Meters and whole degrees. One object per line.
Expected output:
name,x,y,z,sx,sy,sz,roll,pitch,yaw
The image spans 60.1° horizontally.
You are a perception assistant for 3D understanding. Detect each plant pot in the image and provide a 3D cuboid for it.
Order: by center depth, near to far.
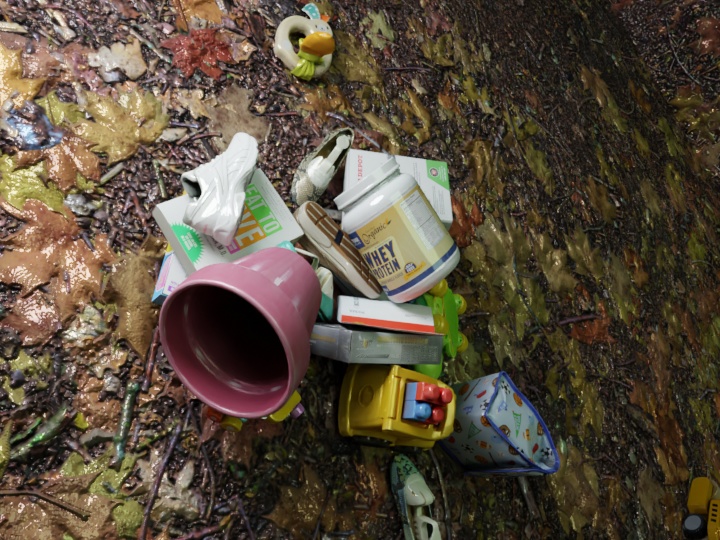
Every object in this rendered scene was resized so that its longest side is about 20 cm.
plant pot,-0.142,0.064,0.844,0.201,0.198,0.180,52,32,-10

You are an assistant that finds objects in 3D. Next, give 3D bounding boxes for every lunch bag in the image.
lunch bag,0.244,0.306,1.137,0.200,0.169,0.125,47,52,-15

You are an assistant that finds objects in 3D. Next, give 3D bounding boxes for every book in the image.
book,-0.198,-0.067,0.950,0.198,0.048,0.135,-31,88,-43

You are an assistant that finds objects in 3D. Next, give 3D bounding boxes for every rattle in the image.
rattle,-0.081,-0.485,1.218,0.128,0.143,0.202,32,58,-3

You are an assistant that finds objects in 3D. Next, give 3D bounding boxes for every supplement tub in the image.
supplement tub,0.058,-0.066,1.021,0.144,0.143,0.202,-41,100,-42

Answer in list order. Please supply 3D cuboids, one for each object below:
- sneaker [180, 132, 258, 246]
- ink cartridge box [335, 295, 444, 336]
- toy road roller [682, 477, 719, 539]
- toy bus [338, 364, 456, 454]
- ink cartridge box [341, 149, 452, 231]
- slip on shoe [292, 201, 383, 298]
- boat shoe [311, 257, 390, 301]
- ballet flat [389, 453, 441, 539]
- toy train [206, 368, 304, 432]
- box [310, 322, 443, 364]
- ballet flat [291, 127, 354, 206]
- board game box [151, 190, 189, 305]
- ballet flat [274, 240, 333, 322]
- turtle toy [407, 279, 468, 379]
sneaker,-0.208,-0.137,0.909,0.097,0.078,0.204,18,49,-15
ink cartridge box,0.043,0.071,1.012,0.156,0.200,0.049,8,86,-5
toy road roller,0.935,0.641,1.601,0.124,0.145,0.201,50,48,-12
toy bus,0.090,0.223,1.018,0.197,0.190,0.139,23,65,-33
ink cartridge box,0.064,-0.136,1.165,0.194,0.085,0.149,7,56,-8
slip on shoe,-0.042,-0.025,1.044,0.200,0.060,0.077,44,33,-17
boat shoe,0.001,-0.004,1.116,0.202,0.085,0.075,44,50,-16
ballet flat,0.102,0.409,1.043,0.073,0.074,0.205,-3,74,-40
toy train,-0.158,0.161,0.934,0.197,0.055,0.154,-8,73,-40
box,0.014,0.119,1.024,0.196,0.157,0.050,8,86,-37
ballet flat,-0.064,-0.203,1.152,0.068,0.075,0.202,43,50,-18
board game box,-0.222,-0.022,0.965,0.151,0.040,0.205,26,57,-30
ballet flat,-0.081,0.016,0.997,0.071,0.067,0.200,-46,141,-4
turtle toy,0.135,0.110,1.171,0.145,0.099,0.205,38,49,-53
